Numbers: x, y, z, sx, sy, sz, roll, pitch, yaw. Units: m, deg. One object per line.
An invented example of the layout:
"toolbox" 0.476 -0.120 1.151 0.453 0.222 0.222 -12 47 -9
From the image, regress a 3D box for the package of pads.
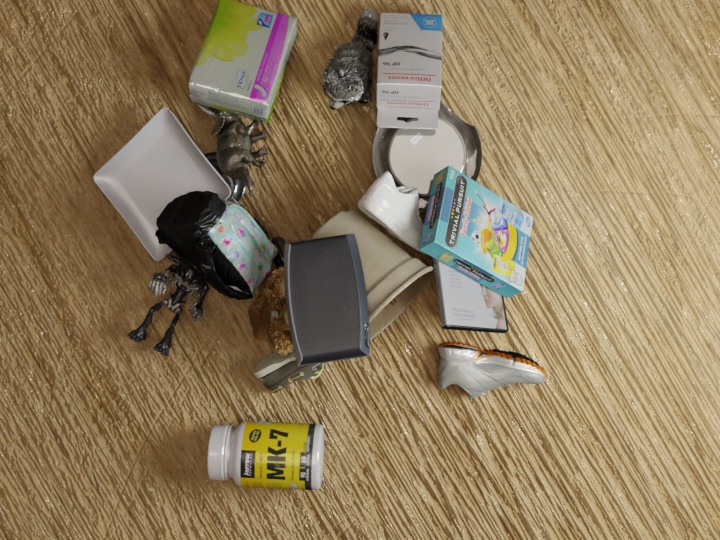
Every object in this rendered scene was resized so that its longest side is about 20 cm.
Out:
"package of pads" -0.209 -0.375 1.518 0.152 0.068 0.203 14 69 0

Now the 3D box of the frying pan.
"frying pan" -0.253 -0.125 1.569 0.113 0.031 0.193 -22 87 2

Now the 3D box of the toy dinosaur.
"toy dinosaur" -0.221 -0.217 1.541 0.100 0.077 0.204 -12 79 6

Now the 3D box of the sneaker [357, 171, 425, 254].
"sneaker" 0.080 -0.098 1.484 0.075 0.200 0.089 29 85 40

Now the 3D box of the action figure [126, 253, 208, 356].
"action figure" -0.327 0.052 1.531 0.118 0.102 0.202 30 91 -12

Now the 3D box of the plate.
"plate" -0.355 -0.155 1.550 0.199 0.032 0.200 -39 87 14

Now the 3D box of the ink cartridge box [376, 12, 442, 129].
"ink cartridge box" 0.086 -0.351 1.502 0.114 0.068 0.203 2 64 2

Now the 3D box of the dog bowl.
"dog bowl" 0.119 -0.205 1.545 0.196 0.059 0.204 0 89 1

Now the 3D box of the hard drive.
"hard drive" -0.057 0.044 1.379 0.132 0.042 0.204 -8 79 3

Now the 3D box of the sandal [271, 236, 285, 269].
"sandal" -0.104 0.028 1.551 0.054 0.082 0.203 -22 82 -21

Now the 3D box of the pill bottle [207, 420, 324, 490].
"pill bottle" -0.165 0.327 1.521 0.196 0.114 0.117 2 90 1

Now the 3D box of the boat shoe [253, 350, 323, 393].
"boat shoe" -0.100 0.162 1.517 0.200 0.072 0.061 -25 107 30

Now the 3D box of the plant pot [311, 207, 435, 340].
"plant pot" 0.000 0.000 1.494 0.200 0.200 0.184 -42 78 1

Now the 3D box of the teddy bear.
"teddy bear" -0.133 0.067 1.490 0.066 0.200 0.147 -11 66 -28

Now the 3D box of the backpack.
"backpack" -0.236 -0.042 1.471 0.127 0.166 0.201 -53 126 -19

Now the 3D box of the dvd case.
"dvd case" 0.187 0.006 1.480 0.141 0.017 0.204 6 68 -33

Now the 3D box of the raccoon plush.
"raccoon plush" -0.022 -0.380 1.509 0.095 0.134 0.204 5 90 2

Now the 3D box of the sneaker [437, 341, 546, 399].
"sneaker" 0.232 0.190 1.543 0.196 0.076 0.094 10 98 9

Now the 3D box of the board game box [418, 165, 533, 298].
"board game box" 0.203 -0.065 1.473 0.198 0.047 0.153 27 60 -25
